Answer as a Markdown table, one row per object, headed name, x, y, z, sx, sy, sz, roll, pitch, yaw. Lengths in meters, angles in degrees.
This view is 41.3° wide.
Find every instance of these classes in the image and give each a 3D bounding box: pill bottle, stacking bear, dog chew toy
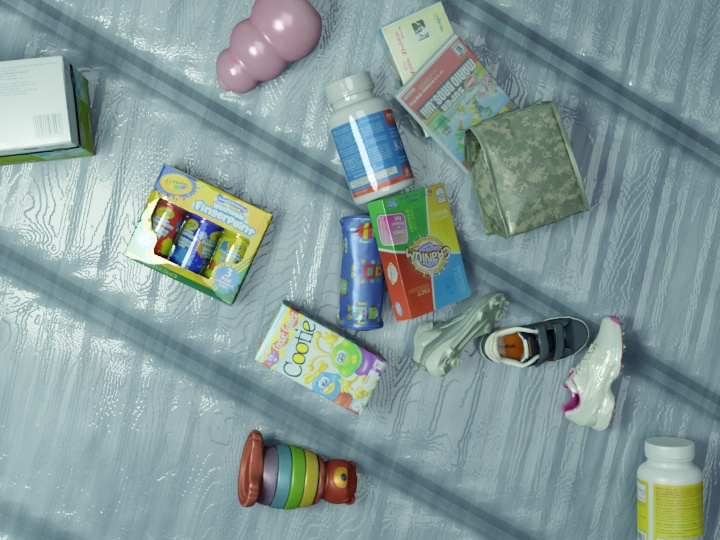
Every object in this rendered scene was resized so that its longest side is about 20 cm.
| name | x | y | z | sx | sy | sz | roll | pitch | yaw |
| --- | --- | --- | --- | --- | --- | --- | --- | --- | --- |
| pill bottle | 0.010 | -0.221 | 1.591 | 0.111 | 0.112 | 0.203 | -20 | 95 | -4 |
| pill bottle | 0.539 | 0.399 | 1.664 | 0.111 | 0.112 | 0.204 | -1 | 93 | -5 |
| stacking bear | -0.100 | 0.349 | 1.609 | 0.197 | 0.114 | 0.123 | 9 | 62 | -16 |
| dog chew toy | -0.158 | -0.373 | 1.571 | 0.200 | 0.125 | 0.125 | -42 | 95 | 6 |

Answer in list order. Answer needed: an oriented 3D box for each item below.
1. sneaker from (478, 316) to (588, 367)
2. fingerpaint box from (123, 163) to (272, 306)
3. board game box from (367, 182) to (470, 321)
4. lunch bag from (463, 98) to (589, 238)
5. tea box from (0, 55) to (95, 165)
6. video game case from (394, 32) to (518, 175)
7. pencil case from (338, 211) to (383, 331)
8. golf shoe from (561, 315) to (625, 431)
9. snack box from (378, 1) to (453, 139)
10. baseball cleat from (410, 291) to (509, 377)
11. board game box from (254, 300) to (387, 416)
| name | x | y | z | sx | sy | sz | roll | pitch | yaw |
| --- | --- | --- | --- | --- | --- | --- | --- | --- | --- |
| sneaker | 0.308 | 0.127 | 1.650 | 0.197 | 0.079 | 0.080 | -10 | 92 | -6 |
| fingerpaint box | -0.268 | -0.059 | 1.593 | 0.198 | 0.073 | 0.169 | 26 | 90 | -6 |
| board game box | 0.101 | -0.033 | 1.604 | 0.152 | 0.040 | 0.203 | -18 | 96 | -39 |
| lunch bag | 0.271 | -0.173 | 1.608 | 0.162 | 0.117 | 0.203 | -19 | 100 | -12 |
| tea box | -0.537 | -0.244 | 1.499 | 0.197 | 0.197 | 0.136 | -6 | 92 | -4 |
| video game case | 0.169 | -0.276 | 1.604 | 0.143 | 0.017 | 0.200 | -45 | 119 | 5 |
| pencil case | 0.000 | 0.000 | 1.617 | 0.077 | 0.087 | 0.204 | -2 | 94 | -29 |
| golf shoe | 0.405 | 0.176 | 1.664 | 0.090 | 0.075 | 0.203 | 9 | 90 | -2 |
| snack box | 0.122 | -0.341 | 1.633 | 0.115 | 0.037 | 0.202 | -24 | 95 | -5 |
| baseball cleat | 0.162 | 0.094 | 1.640 | 0.200 | 0.106 | 0.070 | -42 | 135 | -28 |
| board game box | -0.068 | 0.144 | 1.603 | 0.198 | 0.105 | 0.104 | 28 | 89 | -6 |
